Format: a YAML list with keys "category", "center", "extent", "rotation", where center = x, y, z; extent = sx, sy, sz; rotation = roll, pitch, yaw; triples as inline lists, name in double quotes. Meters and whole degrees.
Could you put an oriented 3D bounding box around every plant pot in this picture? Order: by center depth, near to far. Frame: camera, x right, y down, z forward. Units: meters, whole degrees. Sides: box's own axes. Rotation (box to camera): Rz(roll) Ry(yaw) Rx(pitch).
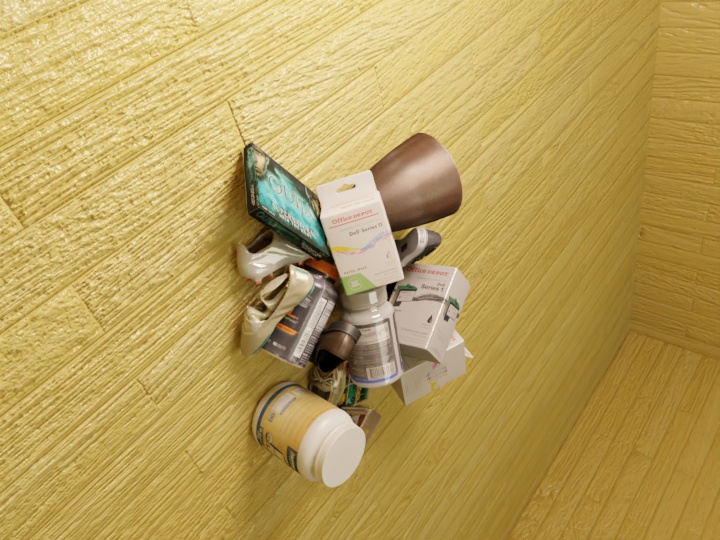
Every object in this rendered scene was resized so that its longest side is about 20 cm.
- category: "plant pot"
  center: [0.074, -0.157, 1.189]
  extent: [0.199, 0.187, 0.188]
  rotation: [-29, 129, -21]

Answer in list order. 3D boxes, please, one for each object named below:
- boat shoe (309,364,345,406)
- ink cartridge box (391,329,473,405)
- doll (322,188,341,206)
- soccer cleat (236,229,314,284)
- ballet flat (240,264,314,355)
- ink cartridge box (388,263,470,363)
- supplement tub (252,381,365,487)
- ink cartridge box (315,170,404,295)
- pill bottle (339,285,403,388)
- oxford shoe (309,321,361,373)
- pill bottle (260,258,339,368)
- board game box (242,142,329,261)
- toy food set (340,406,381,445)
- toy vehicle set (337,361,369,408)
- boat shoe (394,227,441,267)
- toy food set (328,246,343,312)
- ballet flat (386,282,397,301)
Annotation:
- category: "boat shoe"
  center: [-0.085, 0.269, 1.257]
  extent: [0.063, 0.073, 0.202]
  rotation: [-14, 124, -52]
- category: "ink cartridge box"
  center: [0.154, 0.197, 1.378]
  extent: [0.199, 0.129, 0.126]
  rotation: [-26, 135, -13]
- category: "doll"
  center: [-0.015, -0.075, 1.120]
  extent: [0.201, 0.136, 0.049]
  rotation: [60, 30, -21]
- category: "soccer cleat"
  center: [-0.137, -0.044, 1.052]
  extent: [0.199, 0.069, 0.078]
  rotation: [-29, 119, -40]
- category: "ballet flat"
  center: [-0.167, 0.068, 1.034]
  extent: [0.200, 0.070, 0.069]
  rotation: [-47, 144, 11]
- category: "ink cartridge box"
  center: [0.138, 0.089, 1.283]
  extent: [0.084, 0.145, 0.201]
  rotation: [44, 61, -44]
- category: "supplement tub"
  center: [-0.103, 0.323, 1.149]
  extent: [0.144, 0.199, 0.146]
  rotation: [-25, 124, -42]
- category: "ink cartridge box"
  center: [-0.003, -0.068, 1.059]
  extent: [0.067, 0.116, 0.201]
  rotation: [-94, 166, -68]
- category: "pill bottle"
  center: [0.019, 0.126, 1.183]
  extent: [0.113, 0.113, 0.202]
  rotation: [-24, 110, -43]
- category: "oxford shoe"
  center: [-0.074, 0.161, 1.142]
  extent: [0.072, 0.200, 0.085]
  rotation: [32, 63, -11]
- category: "pill bottle"
  center: [-0.111, 0.074, 1.104]
  extent: [0.106, 0.106, 0.201]
  rotation: [35, 78, -52]
- category: "board game box"
  center: [-0.126, -0.114, 0.995]
  extent: [0.200, 0.028, 0.136]
  rotation: [36, 37, -53]
- category: "toy food set"
  center: [-0.026, 0.400, 1.366]
  extent: [0.144, 0.060, 0.200]
  rotation: [-61, 153, -1]
- category: "toy vehicle set"
  center: [-0.018, 0.227, 1.354]
  extent: [0.124, 0.026, 0.202]
  rotation: [-13, 116, -48]
- category: "boat shoe"
  center: [0.117, -0.047, 1.270]
  extent: [0.066, 0.200, 0.071]
  rotation: [3, 72, -18]
- category: "toy food set"
  center: [0.000, 0.000, 1.255]
  extent: [0.199, 0.048, 0.200]
  rotation: [-12, 115, -48]
- category: "ballet flat"
  center: [0.069, 0.050, 1.357]
  extent: [0.046, 0.067, 0.201]
  rotation: [46, 66, -28]
